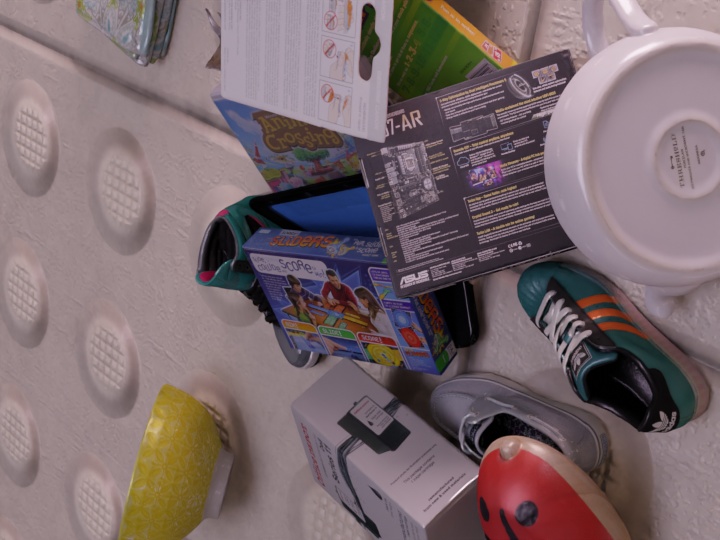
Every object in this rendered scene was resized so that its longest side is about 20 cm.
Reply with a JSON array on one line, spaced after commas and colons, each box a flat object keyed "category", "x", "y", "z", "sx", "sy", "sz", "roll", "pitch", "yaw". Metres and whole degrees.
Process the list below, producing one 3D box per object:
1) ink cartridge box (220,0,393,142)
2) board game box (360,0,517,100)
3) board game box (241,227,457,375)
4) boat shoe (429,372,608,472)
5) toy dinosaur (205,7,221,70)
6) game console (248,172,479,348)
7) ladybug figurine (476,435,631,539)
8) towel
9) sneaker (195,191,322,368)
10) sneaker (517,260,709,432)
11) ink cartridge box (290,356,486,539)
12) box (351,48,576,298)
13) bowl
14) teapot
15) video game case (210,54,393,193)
[{"category": "ink cartridge box", "x": -0.039, "y": -0.210, "z": 1.005, "sx": 0.198, "sy": 0.047, "sz": 0.162, "roll": 20, "pitch": 117, "yaw": 36}, {"category": "board game box", "x": 0.042, "y": -0.206, "z": 1.049, "sx": 0.199, "sy": 0.030, "sz": 0.095, "roll": 35, "pitch": 135, "yaw": -17}, {"category": "board game box", "x": -0.012, "y": 0.028, "z": 1.149, "sx": 0.198, "sy": 0.035, "sz": 0.136, "roll": 8, "pitch": 133, "yaw": 40}, {"category": "boat shoe", "x": 0.128, "y": 0.143, "z": 1.083, "sx": 0.199, "sy": 0.071, "sz": 0.071, "roll": 11, "pitch": 106, "yaw": 44}, {"category": "toy dinosaur", "x": -0.104, "y": -0.175, "z": 1.243, "sx": 0.077, "sy": 0.101, "sz": 0.202, "roll": -29, "pitch": 76, "yaw": 46}, {"category": "game console", "x": 0.000, "y": 0.000, "z": 1.155, "sx": 0.199, "sy": 0.115, "sz": 0.179, "roll": -7, "pitch": 93, "yaw": 49}, {"category": "ladybug figurine", "x": 0.161, "y": 0.228, "z": 1.014, "sx": 0.135, "sy": 0.072, "sz": 0.201, "roll": -8, "pitch": 122, "yaw": 48}, {"category": "towel", "x": -0.281, "y": -0.372, "z": 1.429, "sx": 0.171, "sy": 0.048, "sz": 0.202, "roll": 39, "pitch": 124, "yaw": 34}, {"category": "sneaker", "x": -0.115, "y": 0.017, "z": 1.280, "sx": 0.083, "sy": 0.120, "sz": 0.203, "roll": -25, "pitch": 80, "yaw": 46}, {"category": "sneaker", "x": 0.195, "y": 0.060, "z": 0.989, "sx": 0.200, "sy": 0.079, "sz": 0.072, "roll": 41, "pitch": 125, "yaw": 33}, {"category": "ink cartridge box", "x": 0.031, "y": 0.201, "z": 1.151, "sx": 0.199, "sy": 0.083, "sz": 0.148, "roll": 38, "pitch": 154, "yaw": 36}, {"category": "box", "x": 0.105, "y": -0.079, "z": 1.005, "sx": 0.197, "sy": 0.044, "sz": 0.162, "roll": -17, "pitch": 85, "yaw": 10}, {"category": "bowl", "x": -0.212, "y": 0.248, "z": 1.422, "sx": 0.106, "sy": 0.201, "sz": 0.202, "roll": 15, "pitch": 117, "yaw": -2}, {"category": "teapot", "x": 0.217, "y": -0.088, "z": 0.890, "sx": 0.202, "sy": 0.196, "sz": 0.146, "roll": -61, "pitch": 11, "yaw": 1}, {"category": "video game case", "x": -0.031, "y": -0.117, "z": 1.151, "sx": 0.198, "sy": 0.022, "sz": 0.183, "roll": -2, "pitch": 132, "yaw": 42}]
